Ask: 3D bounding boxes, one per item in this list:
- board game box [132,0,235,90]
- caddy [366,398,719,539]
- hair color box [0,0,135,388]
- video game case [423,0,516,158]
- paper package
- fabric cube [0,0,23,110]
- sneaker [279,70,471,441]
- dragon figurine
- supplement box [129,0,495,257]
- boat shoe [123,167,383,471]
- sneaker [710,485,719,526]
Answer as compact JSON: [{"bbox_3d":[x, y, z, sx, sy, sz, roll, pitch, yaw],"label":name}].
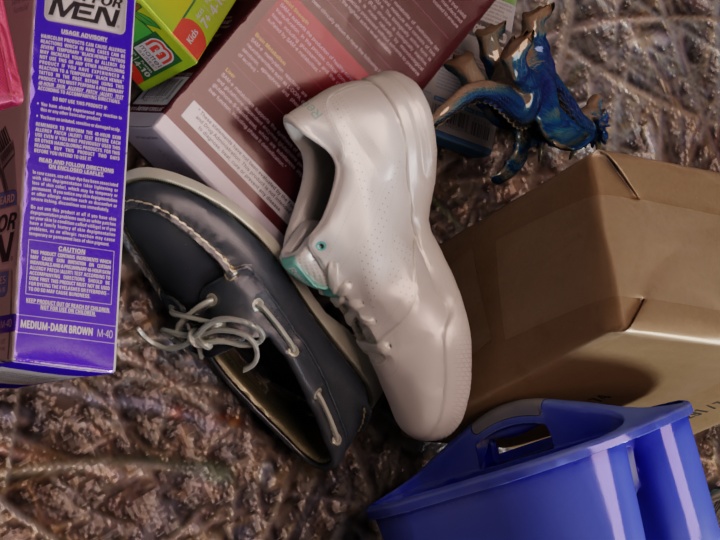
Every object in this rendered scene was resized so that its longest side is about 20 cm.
[{"bbox_3d":[-0.145,-0.203,1.431,0.200,0.047,0.102,47,47,-21],"label":"board game box"},{"bbox_3d":[0.096,0.121,1.466,0.141,0.199,0.106,-18,88,-47],"label":"caddy"},{"bbox_3d":[-0.168,-0.046,1.374,0.064,0.109,0.201,10,79,-33],"label":"hair color box"},{"bbox_3d":[0.032,-0.181,1.583,0.143,0.018,0.201,18,75,-31],"label":"video game case"},{"bbox_3d":[0.143,0.026,1.517,0.190,0.200,0.104,7,65,-34],"label":"paper package"},{"bbox_3d":[-0.300,-0.144,1.243,0.198,0.196,0.201,-13,92,-34],"label":"fabric cube"},{"bbox_3d":[0.000,0.000,1.450,0.088,0.075,0.201,-17,103,-30],"label":"sneaker"},{"bbox_3d":[0.094,-0.086,1.536,0.100,0.059,0.200,66,22,-13],"label":"dragon figurine"},{"bbox_3d":[-0.028,-0.116,1.488,0.109,0.061,0.200,46,74,-22],"label":"supplement box"},{"bbox_3d":[-0.067,0.028,1.460,0.200,0.075,0.062,50,49,-29],"label":"boat shoe"},{"bbox_3d":[0.206,0.171,1.620,0.199,0.086,0.078,-25,98,-34],"label":"sneaker"}]
